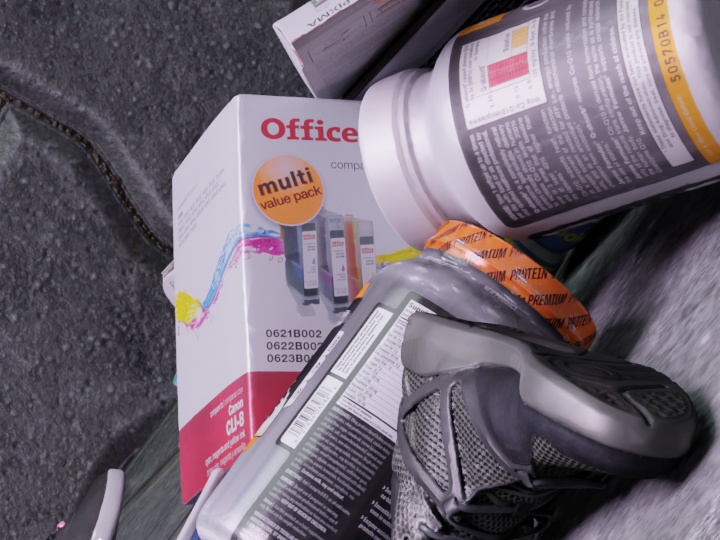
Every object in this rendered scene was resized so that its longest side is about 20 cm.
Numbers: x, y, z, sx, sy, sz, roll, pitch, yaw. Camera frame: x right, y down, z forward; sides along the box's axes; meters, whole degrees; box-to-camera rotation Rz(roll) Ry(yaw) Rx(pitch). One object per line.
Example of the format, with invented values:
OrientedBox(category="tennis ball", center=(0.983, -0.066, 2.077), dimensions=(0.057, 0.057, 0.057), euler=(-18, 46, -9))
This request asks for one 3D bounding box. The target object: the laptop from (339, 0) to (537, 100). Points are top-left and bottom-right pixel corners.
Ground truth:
OrientedBox(category="laptop", center=(0.111, -0.108, 1.343), dimensions=(0.199, 0.116, 0.187), euler=(-29, -7, -30))

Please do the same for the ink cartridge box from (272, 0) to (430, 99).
OrientedBox(category="ink cartridge box", center=(0.028, -0.159, 1.268), dimensions=(0.160, 0.050, 0.200), euler=(-33, -8, 1))

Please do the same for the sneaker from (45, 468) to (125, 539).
OrientedBox(category="sneaker", center=(-0.218, 0.200, 1.555), dimensions=(0.071, 0.098, 0.201), euler=(103, -173, -56))

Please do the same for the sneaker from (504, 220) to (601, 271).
OrientedBox(category="sneaker", center=(0.143, -0.083, 1.529), dimensions=(0.082, 0.074, 0.201), euler=(-45, 16, 38))

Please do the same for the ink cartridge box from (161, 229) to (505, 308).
OrientedBox(category="ink cartridge box", center=(0.000, 0.000, 1.513), dimensions=(0.200, 0.147, 0.083), euler=(-37, 1, -27))

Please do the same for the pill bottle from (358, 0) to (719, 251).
OrientedBox(category="pill bottle", center=(0.106, -0.081, 1.225), dimensions=(0.199, 0.117, 0.117), euler=(-17, 23, 28))

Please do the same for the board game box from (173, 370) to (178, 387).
OrientedBox(category="board game box", center=(-0.042, -0.015, 1.654), dimensions=(0.151, 0.036, 0.201), euler=(-20, -41, -57))

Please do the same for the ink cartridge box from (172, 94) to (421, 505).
OrientedBox(category="ink cartridge box", center=(-0.018, 0.019, 1.348), dimensions=(0.145, 0.144, 0.202), euler=(138, 131, -65))

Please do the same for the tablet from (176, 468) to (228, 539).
OrientedBox(category="tablet", center=(-0.064, 0.194, 1.190), dimensions=(0.014, 0.131, 0.200), euler=(-23, 17, 20))

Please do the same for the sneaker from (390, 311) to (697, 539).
OrientedBox(category="sneaker", center=(0.073, 0.086, 1.045), dimensions=(0.199, 0.076, 0.115), euler=(13, 94, 60))

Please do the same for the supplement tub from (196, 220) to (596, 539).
OrientedBox(category="supplement tub", center=(0.022, 0.083, 1.191), dimensions=(0.200, 0.122, 0.123), euler=(-53, 6, -12))
